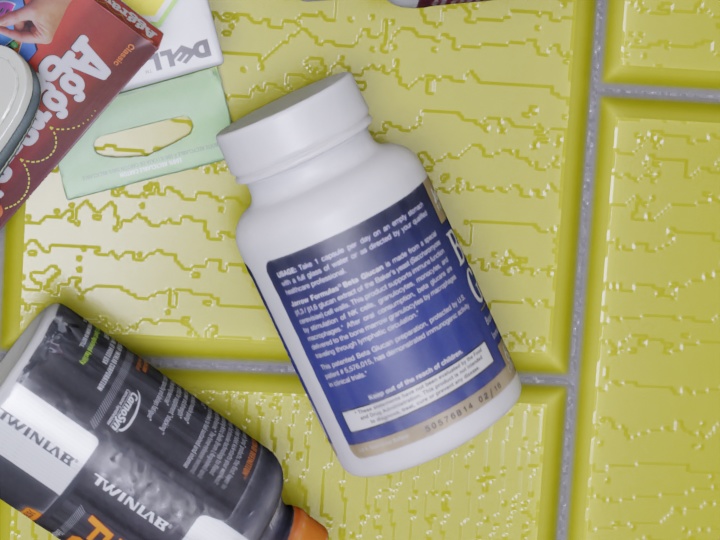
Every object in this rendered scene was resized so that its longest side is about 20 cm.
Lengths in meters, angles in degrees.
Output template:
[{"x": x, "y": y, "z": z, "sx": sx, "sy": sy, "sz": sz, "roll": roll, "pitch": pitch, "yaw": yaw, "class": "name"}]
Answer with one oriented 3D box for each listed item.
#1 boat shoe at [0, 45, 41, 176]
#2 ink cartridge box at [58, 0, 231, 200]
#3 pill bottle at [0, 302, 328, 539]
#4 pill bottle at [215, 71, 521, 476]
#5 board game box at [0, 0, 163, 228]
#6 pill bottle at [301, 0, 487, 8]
[{"x": -0.226, "y": -0.042, "z": 1.227, "sx": 0.200, "sy": 0.062, "sz": 0.073, "roll": -45, "pitch": 62, "yaw": 23, "class": "boat shoe"}, {"x": -0.136, "y": -0.143, "z": 1.263, "sx": 0.103, "sy": 0.059, "sz": 0.201, "roll": -15, "pitch": 99, "yaw": -6, "class": "ink cartridge box"}, {"x": -0.115, "y": 0.115, "z": 1.275, "sx": 0.200, "sy": 0.106, "sz": 0.106, "roll": 36, "pitch": 91, "yaw": -10, "class": "pill bottle"}, {"x": 0.000, "y": 0.000, "z": 1.273, "sx": 0.111, "sy": 0.111, "sz": 0.201, "roll": -26, "pitch": 100, "yaw": -4, "class": "pill bottle"}, {"x": -0.201, "y": -0.084, "z": 1.230, "sx": 0.103, "sy": 0.019, "sz": 0.200, "roll": 35, "pitch": 121, "yaw": -17, "class": "board game box"}, {"x": 0.062, "y": -0.200, "z": 1.254, "sx": 0.199, "sy": 0.114, "sz": 0.115, "roll": -6, "pitch": 98, "yaw": -7, "class": "pill bottle"}]
